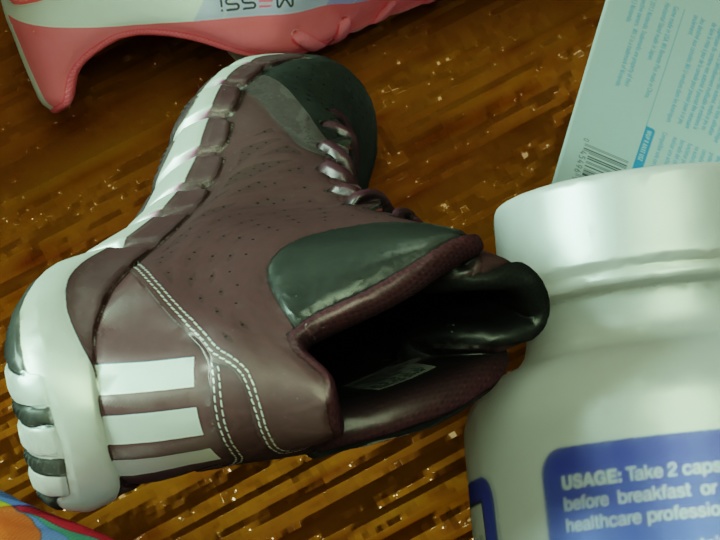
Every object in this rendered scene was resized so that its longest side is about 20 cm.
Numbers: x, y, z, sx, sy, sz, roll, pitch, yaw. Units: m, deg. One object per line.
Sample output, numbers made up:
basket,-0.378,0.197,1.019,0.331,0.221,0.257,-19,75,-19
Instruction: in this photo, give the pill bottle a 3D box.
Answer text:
pill bottle,0.085,0.078,0.748,0.112,0.112,0.200,-5,81,-1

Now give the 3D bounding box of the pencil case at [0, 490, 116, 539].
pencil case,-0.120,0.086,0.728,0.200,0.088,0.088,19,70,45

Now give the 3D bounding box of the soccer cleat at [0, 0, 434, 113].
soccer cleat,-0.005,-0.094,0.847,0.200,0.067,0.077,-8,99,-5

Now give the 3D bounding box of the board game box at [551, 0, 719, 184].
board game box,0.163,-0.043,0.775,0.200,0.148,0.064,25,54,8

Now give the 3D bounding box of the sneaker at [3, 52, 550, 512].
sneaker,0.000,0.000,0.750,0.115,0.200,0.076,-4,116,22
